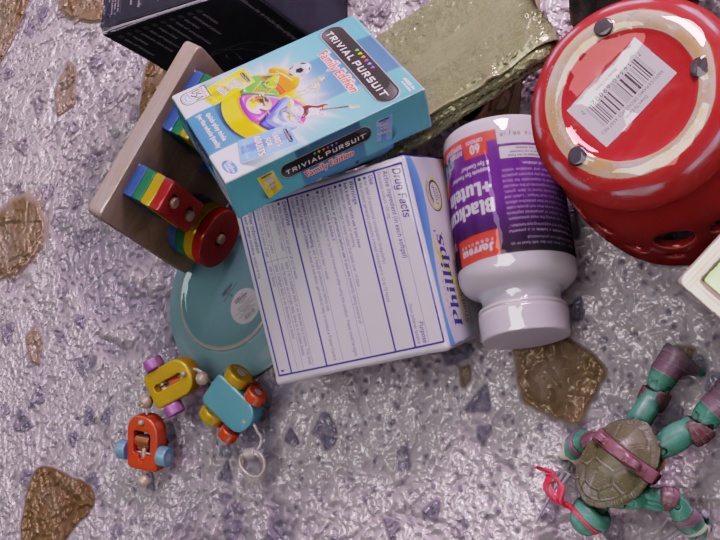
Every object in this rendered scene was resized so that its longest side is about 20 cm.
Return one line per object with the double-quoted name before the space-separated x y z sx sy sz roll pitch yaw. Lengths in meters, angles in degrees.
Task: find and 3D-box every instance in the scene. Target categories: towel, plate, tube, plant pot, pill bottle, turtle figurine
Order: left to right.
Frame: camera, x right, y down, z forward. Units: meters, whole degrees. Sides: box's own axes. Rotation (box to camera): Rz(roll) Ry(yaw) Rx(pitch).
"plate" -0.146 0.025 1.182 0.199 0.026 0.202 -9 73 29
"tube" -0.024 -0.117 1.045 0.077 0.200 0.051 -28 105 -6
"towel" 0.088 -0.207 1.003 0.199 0.036 0.149 -32 52 21
"pill bottle" 0.141 -0.033 0.968 0.111 0.111 0.201 -15 70 28
"turtle figurine" 0.234 0.165 0.877 0.150 0.101 0.200 40 94 32
"plant pot" 0.254 -0.117 0.882 0.199 0.182 0.202 -6 77 29

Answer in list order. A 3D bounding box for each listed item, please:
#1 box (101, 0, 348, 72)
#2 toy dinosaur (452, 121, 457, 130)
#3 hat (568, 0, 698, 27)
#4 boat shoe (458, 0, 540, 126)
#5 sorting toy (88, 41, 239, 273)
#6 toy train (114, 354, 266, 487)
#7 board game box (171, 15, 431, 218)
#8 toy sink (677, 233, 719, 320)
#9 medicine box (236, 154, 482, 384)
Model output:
"box" -0.146 -0.300 1.156 0.196 0.200 0.125 -6 74 30
"toy dinosaur" 0.054 -0.178 1.090 0.199 0.060 0.107 -5 79 52
"hat" 0.239 -0.248 0.922 0.200 0.200 0.081 2 84 32
"boat shoe" 0.135 -0.231 1.049 0.071 0.064 0.201 1 79 32
"sorting toy" -0.167 -0.104 1.112 0.069 0.199 0.201 25 82 23
"toy train" -0.180 0.168 1.154 0.199 0.056 0.151 0 96 25
"board game box" -0.058 -0.150 0.972 0.199 0.047 0.151 -27 48 -10
"toy sink" 0.369 0.031 0.799 0.130 0.112 0.200 -49 67 13
"medicine box" 0.000 0.000 1.025 0.199 0.103 0.183 -14 89 27
